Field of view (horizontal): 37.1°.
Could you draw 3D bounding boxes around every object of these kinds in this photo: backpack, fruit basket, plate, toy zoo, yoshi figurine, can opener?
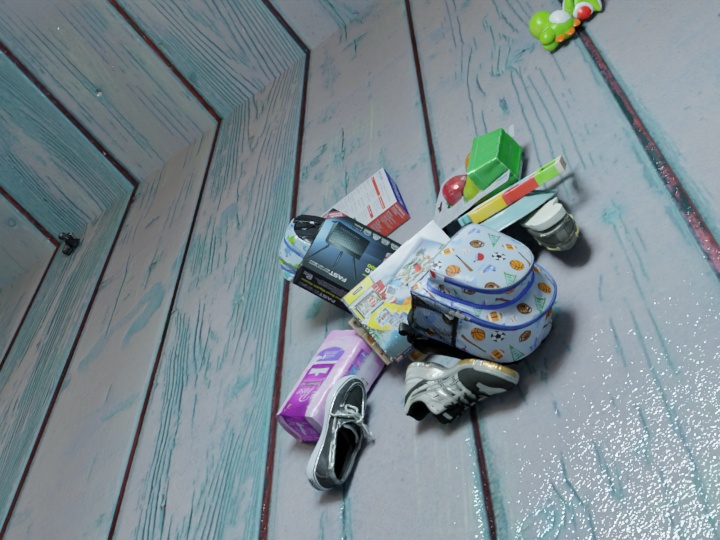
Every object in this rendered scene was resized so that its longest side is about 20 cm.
[{"bbox_3d":[-0.052,-0.025,1.990,0.154,0.200,0.163,-50,19,29],"label":"backpack"},{"bbox_3d":[0.212,-0.161,1.981,0.200,0.094,0.186,-45,18,36],"label":"fruit basket"},{"bbox_3d":[0.183,0.037,1.530,0.190,0.154,0.200,28,51,20],"label":"backpack"},{"bbox_3d":[0.236,-0.090,1.778,0.200,0.026,0.200,-32,1,1],"label":"plate"},{"bbox_3d":[0.252,-0.128,1.790,0.200,0.021,0.131,-31,2,15],"label":"toy zoo"},{"bbox_3d":[0.429,-0.555,2.271,0.200,0.112,0.112,-50,9,-11],"label":"yoshi figurine"},{"bbox_3d":[-1.047,-0.110,3.808,0.079,0.063,0.200,-46,25,-8],"label":"can opener"}]

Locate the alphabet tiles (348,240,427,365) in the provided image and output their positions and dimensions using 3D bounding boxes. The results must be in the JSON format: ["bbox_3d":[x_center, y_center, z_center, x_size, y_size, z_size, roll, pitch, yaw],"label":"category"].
[{"bbox_3d":[0.084,0.051,1.745,0.200,0.166,0.006,-43,-20,-2],"label":"alphabet tiles"}]

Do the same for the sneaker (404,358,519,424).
[{"bbox_3d":[0.143,0.178,1.532,0.200,0.075,0.088,-12,58,48],"label":"sneaker"}]

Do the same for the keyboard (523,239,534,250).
[{"bbox_3d":[0.222,0.042,1.680,0.200,0.040,0.104,-56,4,-25],"label":"keyboard"}]

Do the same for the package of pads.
[{"bbox_3d":[-0.045,0.187,1.774,0.120,0.076,0.200,-11,38,54],"label":"package of pads"}]

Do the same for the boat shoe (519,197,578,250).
[{"bbox_3d":[0.299,-0.071,1.686,0.072,0.060,0.202,-37,5,7],"label":"boat shoe"}]

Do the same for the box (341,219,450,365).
[{"bbox_3d":[0.087,0.035,1.724,0.200,0.137,0.038,-40,-20,-1],"label":"box"}]

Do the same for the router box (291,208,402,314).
[{"bbox_3d":[0.000,0.000,1.867,0.150,0.199,0.062,-64,2,-39],"label":"router box"}]

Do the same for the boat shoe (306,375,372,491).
[{"bbox_3d":[-0.022,0.242,1.646,0.068,0.074,0.200,-24,30,43],"label":"boat shoe"}]

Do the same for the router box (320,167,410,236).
[{"bbox_3d":[0.005,-0.110,2.225,0.179,0.049,0.200,-37,24,11],"label":"router box"}]
